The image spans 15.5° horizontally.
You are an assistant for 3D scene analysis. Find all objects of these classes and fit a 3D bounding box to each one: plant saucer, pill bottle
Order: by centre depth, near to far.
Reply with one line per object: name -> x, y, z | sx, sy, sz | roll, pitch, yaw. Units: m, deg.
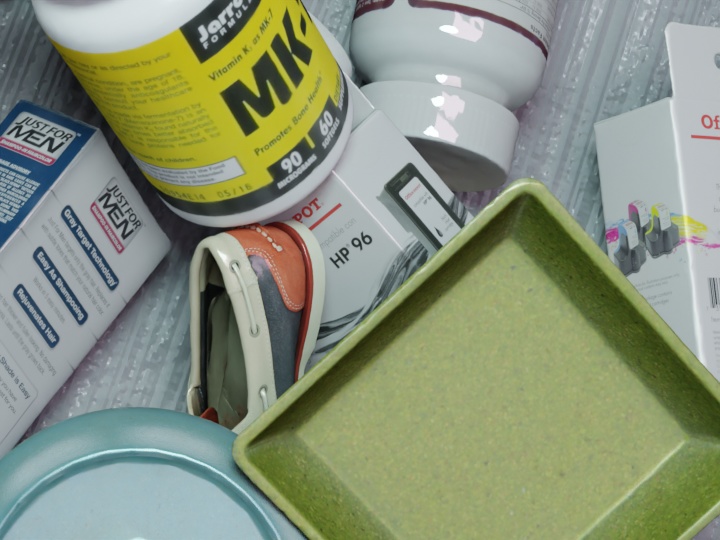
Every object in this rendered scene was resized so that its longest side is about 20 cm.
pill bottle -> -0.089, -0.122, 1.270 | 0.114, 0.114, 0.200 | -56, 141, -20
plant saucer -> -0.109, 0.165, 1.281 | 0.199, 0.027, 0.201 | 1, 83, -4
plant saucer -> 0.069, 0.084, 1.309 | 0.200, 0.048, 0.200 | -42, 106, 2
pill bottle -> 0.054, -0.152, 1.444 | 0.109, 0.110, 0.201 | 15, 75, -15

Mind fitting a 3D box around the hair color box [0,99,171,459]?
hair color box -> -0.190, 0.024, 1.327 | 0.200, 0.060, 0.100 | -53, 142, -20

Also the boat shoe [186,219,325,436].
boat shoe -> -0.061, 0.072, 1.346 | 0.062, 0.071, 0.201 | -13, 115, -46

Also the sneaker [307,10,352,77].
sneaker -> -0.104, -0.132, 1.405 | 0.200, 0.078, 0.080 | 32, 66, 1

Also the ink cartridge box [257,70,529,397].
ink cartridge box -> 0.000, 0.000, 1.384 | 0.200, 0.116, 0.068 | 49, 40, -4

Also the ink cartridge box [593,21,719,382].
ink cartridge box -> 0.198, -0.030, 1.476 | 0.115, 0.068, 0.201 | 3, 78, -38
